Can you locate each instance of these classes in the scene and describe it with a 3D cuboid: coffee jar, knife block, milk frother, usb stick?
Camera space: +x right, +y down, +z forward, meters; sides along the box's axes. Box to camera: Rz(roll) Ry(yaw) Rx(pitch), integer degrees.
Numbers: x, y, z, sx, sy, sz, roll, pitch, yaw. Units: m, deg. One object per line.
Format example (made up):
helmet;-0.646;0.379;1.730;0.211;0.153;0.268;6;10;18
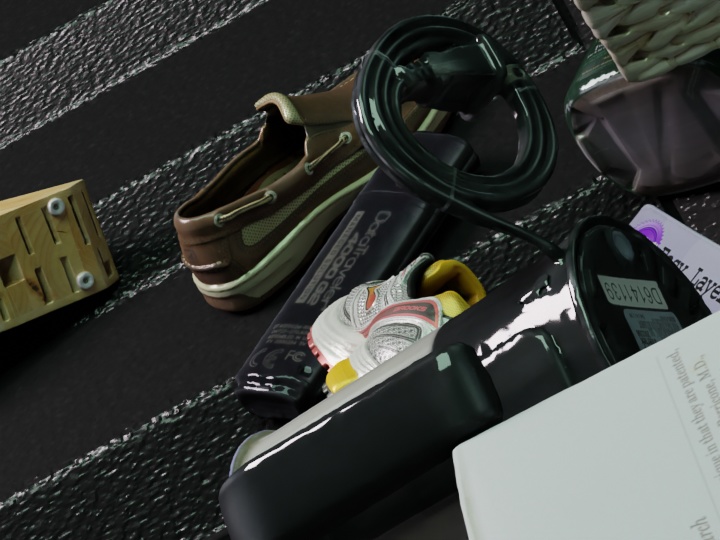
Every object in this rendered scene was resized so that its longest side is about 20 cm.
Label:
coffee jar;0.181;-0.134;1.498;0.104;0.085;0.200;-16;34;37
knife block;-0.260;0.008;1.698;0.200;0.064;0.176;-23;12;-17
milk frother;0.024;0.030;1.178;0.188;0.180;0.200;-33;53;26
usb stick;0.000;0.000;1.522;0.055;0.033;0.200;5;46;35

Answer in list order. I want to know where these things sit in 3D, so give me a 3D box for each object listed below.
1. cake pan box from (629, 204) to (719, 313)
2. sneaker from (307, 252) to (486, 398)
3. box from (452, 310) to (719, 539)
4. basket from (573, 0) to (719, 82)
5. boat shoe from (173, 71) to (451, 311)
cake pan box;0.126;0.079;1.238;0.184;0.052;0.200;-50;31;-1
sneaker;0.031;0.035;1.358;0.082;0.078;0.200;-50;11;4
box;0.159;0.146;1.015;0.171;0.199;0.200;-28;30;8
basket;0.147;-0.201;1.418;0.135;0.123;0.200;-24;32;12
boat shoe;-0.024;-0.069;1.597;0.075;0.075;0.202;10;50;48
